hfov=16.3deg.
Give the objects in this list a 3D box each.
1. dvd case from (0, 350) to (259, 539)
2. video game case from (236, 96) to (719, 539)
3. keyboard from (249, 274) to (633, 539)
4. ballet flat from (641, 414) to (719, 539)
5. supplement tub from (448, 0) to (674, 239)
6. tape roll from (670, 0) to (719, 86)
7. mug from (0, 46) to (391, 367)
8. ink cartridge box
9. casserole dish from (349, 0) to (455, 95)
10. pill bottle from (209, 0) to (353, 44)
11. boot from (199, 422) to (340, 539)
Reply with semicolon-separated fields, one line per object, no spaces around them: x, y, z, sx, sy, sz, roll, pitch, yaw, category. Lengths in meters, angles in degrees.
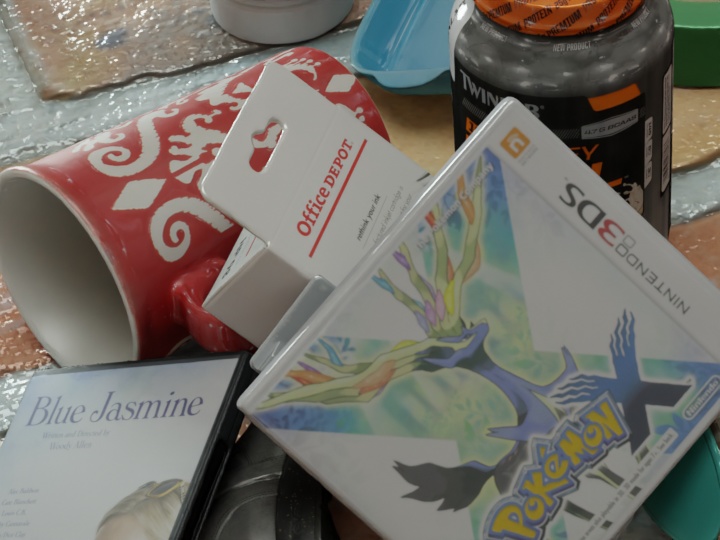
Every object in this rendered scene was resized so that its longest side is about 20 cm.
-0.138;0.126;1.236;0.142;0.018;0.200;-7;47;32;dvd case
0.072;0.050;1.210;0.200;0.182;0.022;-48;9;-4;video game case
0.041;0.083;1.224;0.056;0.200;0.011;-53;9;-3;keyboard
0.158;0.070;1.296;0.072;0.072;0.200;-20;46;-15;ballet flat
0.110;-0.092;1.374;0.122;0.200;0.123;-3;42;3;supplement tub
0.218;-0.196;1.591;0.200;0.048;0.201;-3;42;3;tape roll
-0.075;-0.021;1.387;0.200;0.134;0.178;-31;70;-32;mug
0.000;0.000;1.277;0.200;0.067;0.116;37;44;-11;ink cartridge box
0.072;-0.177;1.554;0.121;0.039;0.200;0;52;38;casserole dish
-0.057;-0.249;1.564;0.113;0.200;0.114;-3;42;3;pill bottle
-0.077;0.105;1.281;0.131;0.070;0.200;-9;35;9;boot
